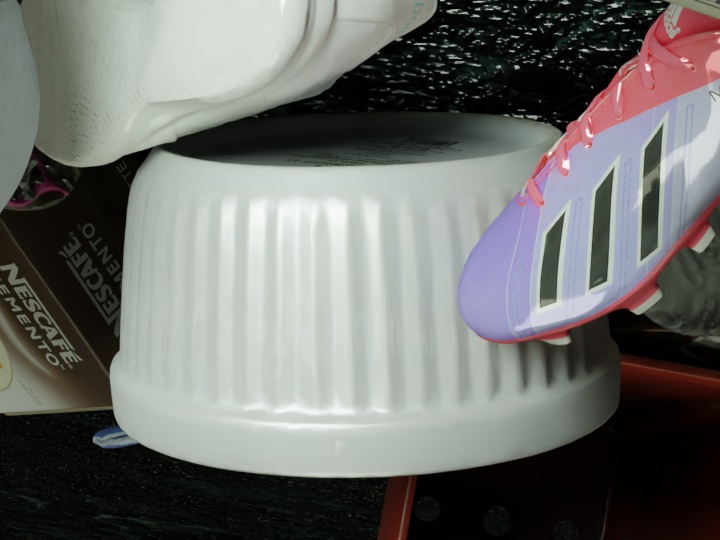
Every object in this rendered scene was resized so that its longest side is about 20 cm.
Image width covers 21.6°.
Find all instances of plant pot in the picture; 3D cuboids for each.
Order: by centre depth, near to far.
[{"bbox_3d":[0.094,0.139,0.982,0.198,0.202,0.176,11,178,-12],"label":"plant pot"}]

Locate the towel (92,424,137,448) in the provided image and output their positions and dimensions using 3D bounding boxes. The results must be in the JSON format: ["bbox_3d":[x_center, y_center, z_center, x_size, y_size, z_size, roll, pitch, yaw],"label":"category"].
[{"bbox_3d":[-0.035,0.051,1.013,0.198,0.024,0.145,-19,178,-25],"label":"towel"}]

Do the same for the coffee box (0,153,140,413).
[{"bbox_3d":[-0.176,0.002,0.930,0.199,0.080,0.115,-8,121,48],"label":"coffee box"}]

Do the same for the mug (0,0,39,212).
[{"bbox_3d":[-0.207,-0.106,0.600,0.199,0.148,0.176,38,162,17],"label":"mug"}]

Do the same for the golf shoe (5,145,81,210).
[{"bbox_3d":[-0.205,-0.085,0.769,0.199,0.073,0.092,29,164,-22],"label":"golf shoe"}]

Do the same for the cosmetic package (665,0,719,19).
[{"bbox_3d":[0.088,-0.117,0.426,0.198,0.088,0.103,15,164,-17],"label":"cosmetic package"}]

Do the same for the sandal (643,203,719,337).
[{"bbox_3d":[0.165,-0.013,0.615,0.200,0.048,0.076,-25,111,43],"label":"sandal"}]

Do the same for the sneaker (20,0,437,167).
[{"bbox_3d":[-0.054,-0.080,0.696,0.088,0.076,0.199,-6,-177,-39],"label":"sneaker"}]

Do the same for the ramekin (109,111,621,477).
[{"bbox_3d":[0.000,0.000,0.728,0.198,0.106,0.200,-2,-169,0],"label":"ramekin"}]

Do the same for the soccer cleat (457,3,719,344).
[{"bbox_3d":[0.099,-0.049,0.587,0.199,0.067,0.076,-34,122,26],"label":"soccer cleat"}]

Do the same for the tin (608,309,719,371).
[{"bbox_3d":[0.171,0.043,0.994,0.111,0.042,0.200,7,164,-1],"label":"tin"}]

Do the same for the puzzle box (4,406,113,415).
[{"bbox_3d":[-0.089,0.026,0.975,0.199,0.133,0.026,-8,113,46],"label":"puzzle box"}]
